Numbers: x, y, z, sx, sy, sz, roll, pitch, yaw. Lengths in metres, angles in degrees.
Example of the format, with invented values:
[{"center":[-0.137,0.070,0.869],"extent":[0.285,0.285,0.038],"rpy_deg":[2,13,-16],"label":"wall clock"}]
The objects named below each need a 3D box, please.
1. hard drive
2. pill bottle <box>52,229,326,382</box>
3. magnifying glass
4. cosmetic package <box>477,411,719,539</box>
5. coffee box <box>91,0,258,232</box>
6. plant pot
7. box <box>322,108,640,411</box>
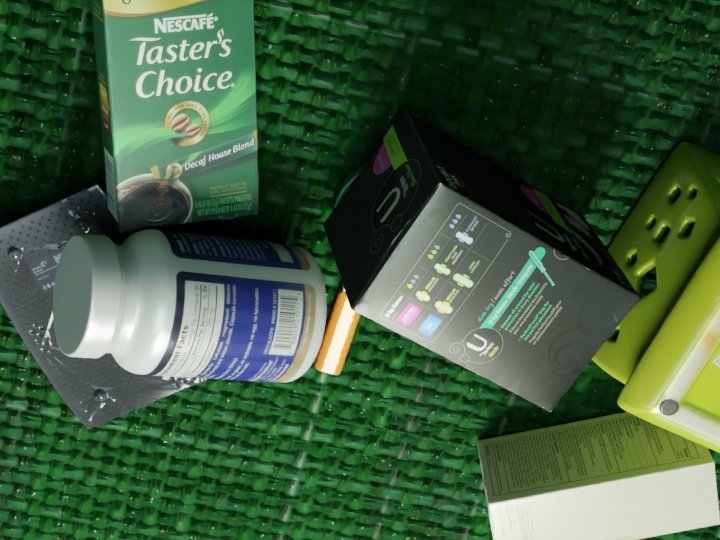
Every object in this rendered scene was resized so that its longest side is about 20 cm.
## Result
[{"center":[-0.227,0.028,1.139],"extent":[0.134,0.042,0.201],"rpy_deg":[-23,113,9],"label":"hard drive"},{"center":[-0.137,0.028,1.067],"extent":[0.199,0.116,0.116],"rpy_deg":[7,118,-31],"label":"pill bottle"},{"center":[0.000,0.000,1.144],"extent":[0.079,0.022,0.201],"rpy_deg":[15,115,-9],"label":"magnifying glass"},{"center":[0.211,0.189,1.194],"extent":[0.198,0.104,0.074],"rpy_deg":[-10,117,5],"label":"cosmetic package"},{"center":[-0.143,-0.135,1.044],"extent":[0.122,0.044,0.202],"rpy_deg":[-8,117,-20],"label":"coffee box"},{"center":[0.311,0.042,1.085],"extent":[0.198,0.182,0.201],"rpy_deg":[24,112,-12],"label":"plant pot"},{"center":[0.092,-0.009,1.057],"extent":[0.199,0.149,0.125],"rpy_deg":[27,110,-22],"label":"box"}]
